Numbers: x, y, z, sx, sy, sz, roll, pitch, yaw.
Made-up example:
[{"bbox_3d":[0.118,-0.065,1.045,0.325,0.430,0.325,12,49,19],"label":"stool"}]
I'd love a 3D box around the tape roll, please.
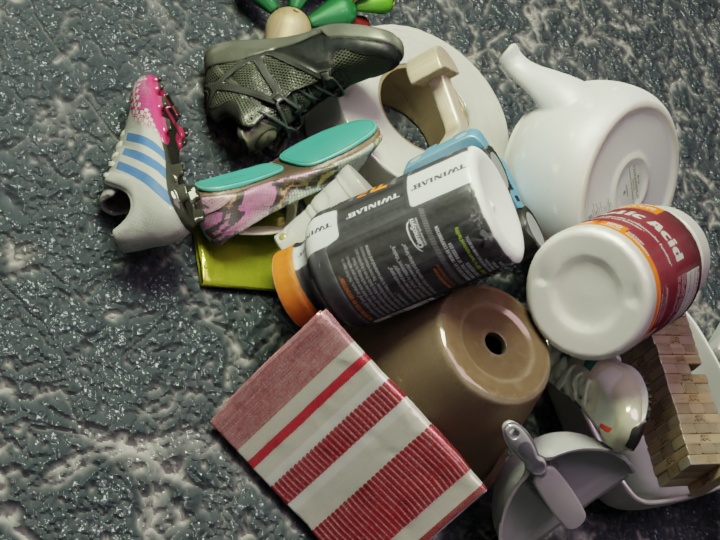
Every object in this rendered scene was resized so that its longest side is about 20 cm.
[{"bbox_3d":[0.047,-0.142,1.589,0.202,0.071,0.203,17,53,-24],"label":"tape roll"}]

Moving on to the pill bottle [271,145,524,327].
[{"bbox_3d":[0.026,-0.018,1.326,0.106,0.199,0.107,54,22,-35],"label":"pill bottle"}]

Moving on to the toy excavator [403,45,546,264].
[{"bbox_3d":[0.091,-0.098,1.484,0.195,0.100,0.200,59,18,-14],"label":"toy excavator"}]

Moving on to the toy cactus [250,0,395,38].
[{"bbox_3d":[-0.070,-0.271,1.598,0.199,0.102,0.166,22,70,-23],"label":"toy cactus"}]

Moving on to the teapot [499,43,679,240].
[{"bbox_3d":[0.206,-0.095,1.552,0.197,0.146,0.201,13,94,-49],"label":"teapot"}]

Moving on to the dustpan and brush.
[{"bbox_3d":[0.155,0.173,1.358,0.200,0.139,0.057,53,1,-38],"label":"dustpan and brush"}]

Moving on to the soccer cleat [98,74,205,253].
[{"bbox_3d":[-0.195,-0.097,1.404,0.201,0.086,0.070,-106,172,-45],"label":"soccer cleat"}]

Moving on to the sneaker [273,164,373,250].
[{"bbox_3d":[0.000,0.000,1.456,0.200,0.115,0.074,46,7,-40],"label":"sneaker"}]

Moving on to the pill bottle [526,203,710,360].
[{"bbox_3d":[0.232,0.003,1.397,0.114,0.114,0.200,55,29,9],"label":"pill bottle"}]

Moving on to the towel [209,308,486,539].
[{"bbox_3d":[-0.011,0.149,1.323,0.200,0.144,0.023,47,19,1],"label":"towel"}]

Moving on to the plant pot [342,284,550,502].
[{"bbox_3d":[0.069,0.099,1.381,0.199,0.175,0.201,16,54,-23],"label":"plant pot"}]

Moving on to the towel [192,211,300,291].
[{"bbox_3d":[-0.061,-0.017,1.475,0.199,0.018,0.086,5,58,-31],"label":"towel"}]

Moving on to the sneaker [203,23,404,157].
[{"bbox_3d":[-0.054,-0.163,1.481,0.076,0.198,0.115,53,34,-61],"label":"sneaker"}]

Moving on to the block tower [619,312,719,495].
[{"bbox_3d":[0.289,0.108,1.502,0.058,0.054,0.201,2,60,-31],"label":"block tower"}]

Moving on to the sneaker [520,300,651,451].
[{"bbox_3d":[0.184,0.090,1.414,0.093,0.071,0.200,5,32,-17],"label":"sneaker"}]

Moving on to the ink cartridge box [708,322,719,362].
[{"bbox_3d":[0.464,0.090,1.732,0.162,0.057,0.200,43,52,-2],"label":"ink cartridge box"}]

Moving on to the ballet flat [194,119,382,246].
[{"bbox_3d":[-0.063,-0.075,1.455,0.199,0.069,0.072,-25,117,-28],"label":"ballet flat"}]

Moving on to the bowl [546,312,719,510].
[{"bbox_3d":[0.270,0.137,1.555,0.199,0.075,0.201,-8,67,-37],"label":"bowl"}]
